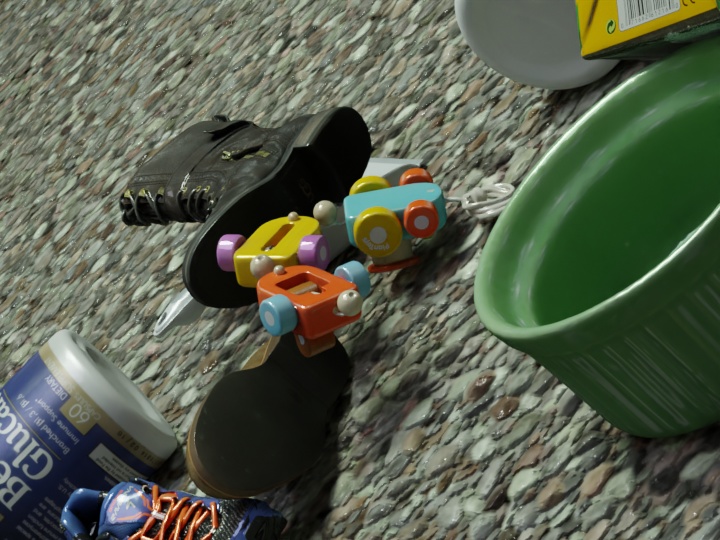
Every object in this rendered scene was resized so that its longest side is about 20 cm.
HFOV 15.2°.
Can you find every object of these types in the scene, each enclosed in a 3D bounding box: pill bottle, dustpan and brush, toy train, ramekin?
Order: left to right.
[{"bbox_3d":[-0.224,0.146,1.760,0.200,0.111,0.111,-46,22,1],"label":"pill bottle"},{"bbox_3d":[-0.061,-0.018,1.814,0.200,0.057,0.139,-52,23,-14],"label":"dustpan and brush"},{"bbox_3d":[0.000,0.000,1.633,0.199,0.056,0.150,-26,28,-35],"label":"toy train"},{"bbox_3d":[0.137,-0.220,1.727,0.115,0.116,0.201,-27,29,39],"label":"pill bottle"},{"bbox_3d":[0.162,-0.013,1.346,0.200,0.098,0.200,-38,23,19],"label":"ramekin"}]

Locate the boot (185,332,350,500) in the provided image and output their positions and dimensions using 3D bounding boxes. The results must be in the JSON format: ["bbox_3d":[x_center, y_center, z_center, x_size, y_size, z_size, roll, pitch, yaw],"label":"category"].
[{"bbox_3d":[-0.066,0.097,1.596,0.075,0.074,0.200,-43,3,25],"label":"boot"}]

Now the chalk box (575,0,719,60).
[{"bbox_3d":[0.224,-0.182,1.433,0.124,0.199,0.125,-14,81,56],"label":"chalk box"}]

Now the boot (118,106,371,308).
[{"bbox_3d":[-0.098,-0.042,1.786,0.173,0.070,0.200,-2,34,43],"label":"boot"}]

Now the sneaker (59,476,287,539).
[{"bbox_3d":[-0.117,0.160,1.583,0.199,0.078,0.076,-15,37,53],"label":"sneaker"}]
